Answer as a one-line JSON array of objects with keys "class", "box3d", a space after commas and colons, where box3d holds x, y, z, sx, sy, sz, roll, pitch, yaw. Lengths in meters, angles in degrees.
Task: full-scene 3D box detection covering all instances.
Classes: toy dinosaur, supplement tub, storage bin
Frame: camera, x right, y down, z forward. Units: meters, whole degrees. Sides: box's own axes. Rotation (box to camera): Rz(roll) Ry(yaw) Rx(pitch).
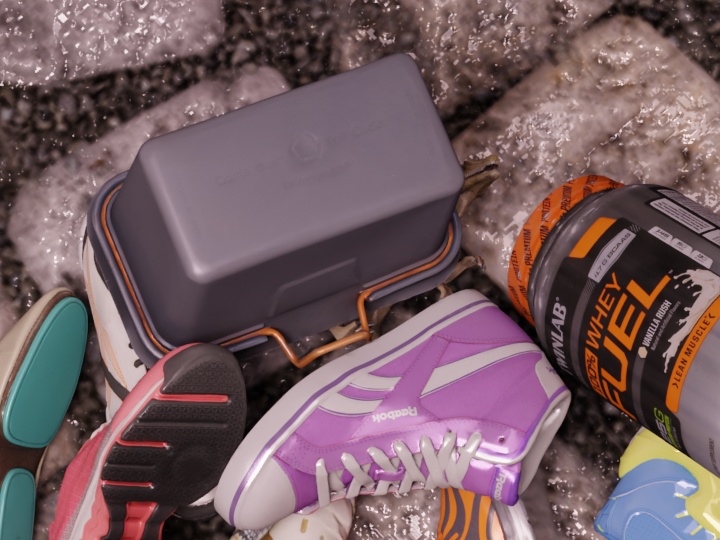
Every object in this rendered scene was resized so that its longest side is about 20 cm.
[{"class": "toy dinosaur", "box3d": [0.000, 0.000, 1.364, 0.200, 0.058, 0.101, -20, 59, 8]}, {"class": "supplement tub", "box3d": [0.181, 0.030, 1.278, 0.123, 0.123, 0.200, -46, 47, -10]}, {"class": "storage bin", "box3d": [-0.036, -0.029, 1.245, 0.200, 0.134, 0.146, -20, 79, -13]}]

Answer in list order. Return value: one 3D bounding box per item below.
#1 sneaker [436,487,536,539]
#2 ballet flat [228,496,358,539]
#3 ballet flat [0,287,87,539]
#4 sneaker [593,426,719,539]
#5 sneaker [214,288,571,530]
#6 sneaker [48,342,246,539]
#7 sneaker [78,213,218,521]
[{"class": "sneaker", "box3d": [0.048, 0.190, 1.294, 0.112, 0.078, 0.200, -14, 76, -4]}, {"class": "ballet flat", "box3d": [-0.050, 0.173, 1.300, 0.072, 0.072, 0.200, 39, 81, 9]}, {"class": "ballet flat", "box3d": [-0.212, 0.103, 1.329, 0.069, 0.069, 0.200, 12, 77, 3]}, {"class": "sneaker", "box3d": [0.217, 0.174, 1.304, 0.200, 0.076, 0.105, 39, 89, 22]}, {"class": "sneaker", "box3d": [0.025, 0.098, 1.253, 0.200, 0.073, 0.114, -34, 61, -18]}, {"class": "sneaker", "box3d": [-0.131, 0.107, 1.275, 0.074, 0.200, 0.087, 10, 32, -32]}, {"class": "sneaker", "box3d": [-0.121, 0.048, 1.327, 0.074, 0.080, 0.200, -18, 83, -6]}]
